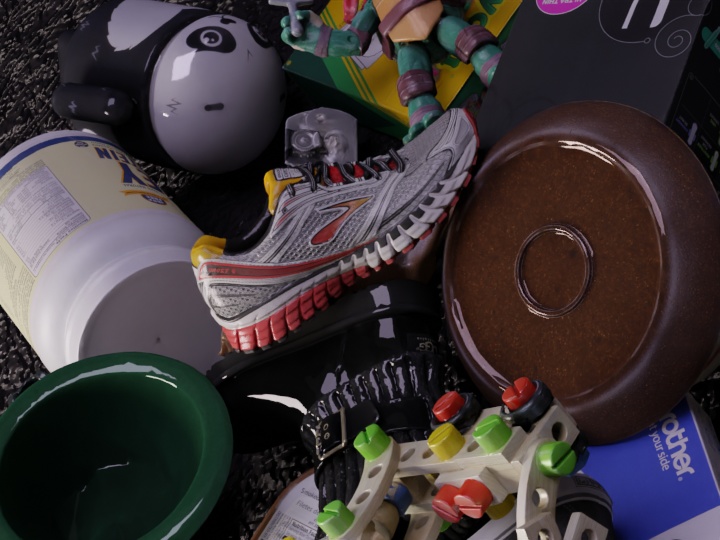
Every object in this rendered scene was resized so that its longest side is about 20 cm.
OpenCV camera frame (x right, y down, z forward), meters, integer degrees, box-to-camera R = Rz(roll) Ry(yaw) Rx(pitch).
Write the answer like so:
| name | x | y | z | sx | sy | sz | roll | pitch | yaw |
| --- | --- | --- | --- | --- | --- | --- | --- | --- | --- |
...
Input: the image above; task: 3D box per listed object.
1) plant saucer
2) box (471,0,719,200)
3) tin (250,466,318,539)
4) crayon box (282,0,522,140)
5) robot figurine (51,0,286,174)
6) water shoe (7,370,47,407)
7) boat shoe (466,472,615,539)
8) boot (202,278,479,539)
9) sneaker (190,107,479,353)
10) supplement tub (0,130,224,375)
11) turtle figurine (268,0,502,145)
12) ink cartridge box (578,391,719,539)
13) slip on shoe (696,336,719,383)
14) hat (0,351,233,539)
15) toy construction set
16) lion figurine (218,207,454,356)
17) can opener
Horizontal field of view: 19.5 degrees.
| name | x | y | z | sx | sy | sz | roll | pitch | yaw |
| --- | --- | --- | --- | --- | --- | --- | --- | --- | --- |
| plant saucer | 0.119 | 0.000 | 1.213 | 0.199 | 0.034 | 0.202 | -4 | 84 | 39 |
| box | 0.177 | -0.114 | 1.321 | 0.148 | 0.124 | 0.201 | 2 | 61 | 41 |
| tin | -0.037 | 0.208 | 1.305 | 0.112 | 0.042 | 0.201 | 21 | 72 | 41 |
| crayon box | 0.064 | -0.191 | 1.518 | 0.172 | 0.058 | 0.201 | 24 | 75 | 46 |
| robot figurine | -0.147 | -0.144 | 1.594 | 0.199 | 0.125 | 0.151 | 16 | 65 | 42 |
| water shoe | -0.193 | 0.147 | 1.442 | 0.071 | 0.079 | 0.200 | -43 | 42 | 2 |
| boat shoe | 0.074 | 0.196 | 1.174 | 0.200 | 0.070 | 0.067 | -43 | 38 | 28 |
| boot | -0.021 | 0.113 | 1.284 | 0.211 | 0.079 | 0.159 | -31 | 58 | 41 |
| sneaker | -0.014 | -0.036 | 1.256 | 0.199 | 0.082 | 0.078 | -36 | 13 | 2 |
| supplement tub | -0.185 | 0.002 | 1.501 | 0.145 | 0.145 | 0.200 | -46 | 42 | -1 |
| turtle figurine | 0.032 | -0.179 | 1.422 | 0.150 | 0.100 | 0.201 | -45 | 58 | 22 |
| ink cartridge box | 0.172 | 0.167 | 1.164 | 0.094 | 0.044 | 0.201 | -28 | 43 | 17 |
| slip on shoe | 0.138 | 0.029 | 1.288 | 0.199 | 0.061 | 0.074 | 13 | 65 | 42 |
| hat | -0.151 | 0.169 | 1.369 | 0.198 | 0.177 | 0.167 | -1 | 55 | 19 |
| toy construction set | 0.053 | 0.127 | 1.105 | 0.199 | 0.092 | 0.131 | 3 | 44 | 45 |
| lion figurine | 0.000 | 0.000 | 1.378 | 0.073 | 0.199 | 0.123 | 48 | 135 | 41 |
| can opener | -0.028 | -0.025 | 1.478 | 0.053 | 0.067 | 0.201 | 0 | 60 | -1 |
